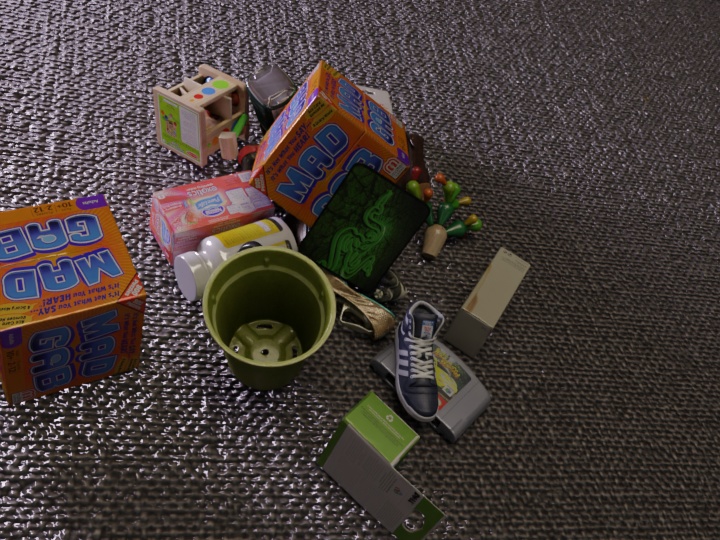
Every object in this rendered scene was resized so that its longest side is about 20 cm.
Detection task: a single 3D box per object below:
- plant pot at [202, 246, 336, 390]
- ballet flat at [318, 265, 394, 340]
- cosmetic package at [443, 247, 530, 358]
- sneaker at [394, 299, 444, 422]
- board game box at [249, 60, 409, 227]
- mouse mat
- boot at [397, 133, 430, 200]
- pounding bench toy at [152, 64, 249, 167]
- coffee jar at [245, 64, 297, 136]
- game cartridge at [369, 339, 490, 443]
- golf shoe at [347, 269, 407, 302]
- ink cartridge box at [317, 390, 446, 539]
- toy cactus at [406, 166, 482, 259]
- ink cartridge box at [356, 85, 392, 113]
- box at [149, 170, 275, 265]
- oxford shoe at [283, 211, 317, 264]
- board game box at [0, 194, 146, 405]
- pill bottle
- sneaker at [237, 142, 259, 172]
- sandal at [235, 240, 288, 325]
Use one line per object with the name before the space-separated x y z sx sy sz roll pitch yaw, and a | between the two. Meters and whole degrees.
plant pot | -0.146 0.095 1.242 0.198 0.185 0.202 4 59 -7
ballet flat | -0.032 0.058 1.412 0.199 0.071 0.065 31 62 11
cosmetic package | 0.241 0.059 1.490 0.071 0.106 0.200 32 46 9
sneaker | 0.103 0.144 1.314 0.069 0.109 0.201 5 50 -16
board game box | -0.053 -0.211 1.409 0.199 0.200 0.200 34 25 -19
mouse mat | 0.006 -0.070 1.355 0.160 0.201 0.008 30 23 -15
boot | 0.059 -0.209 1.628 0.199 0.072 0.168 4 76 -36
pounding bench toy | -0.276 -0.296 1.540 0.199 0.125 0.156 29 46 23
coffee jar | -0.163 -0.313 1.581 0.085 0.200 0.104 -35 68 -11
game cartridge | 0.129 0.193 1.381 0.200 0.041 0.133 42 46 15
golf shoe | 0.000 0.000 1.477 0.200 0.078 0.088 38 10 28
ink cartridge box | 0.045 0.304 1.181 0.200 0.148 0.076 41 48 13
toy cactus | 0.157 -0.106 1.597 0.199 0.102 0.166 32 72 -37
ink cartridge box | 0.010 -0.318 1.736 0.115 0.068 0.201 8 51 -15
box | -0.269 -0.097 1.426 0.199 0.095 0.103 -19 61 -32
oxford shoe | -0.108 -0.064 1.470 0.073 0.084 0.201 52 16 -30
board game box | -0.453 0.041 1.169 0.199 0.200 0.201 -15 58 -29
pill bottle | -0.217 -0.016 1.368 0.199 0.112 0.112 -20 61 -34
sneaker | -0.147 -0.192 1.569 0.199 0.071 0.098 7 50 -13
sandal | -0.151 0.024 1.325 0.075 0.201 0.043 -3 43 26
